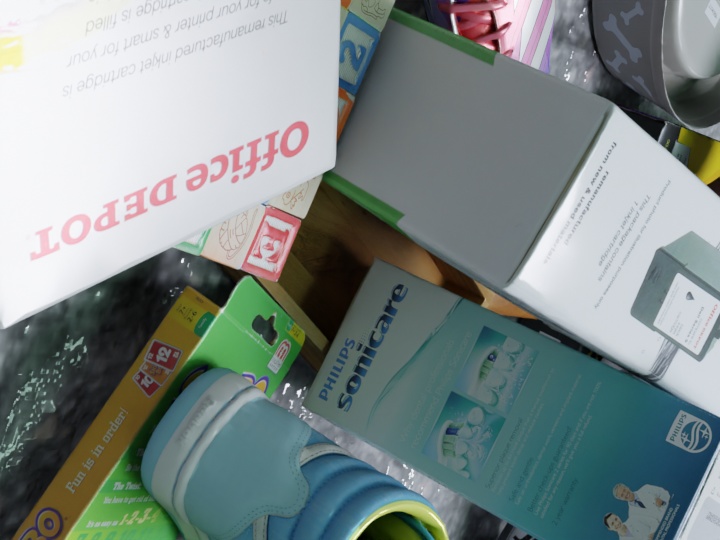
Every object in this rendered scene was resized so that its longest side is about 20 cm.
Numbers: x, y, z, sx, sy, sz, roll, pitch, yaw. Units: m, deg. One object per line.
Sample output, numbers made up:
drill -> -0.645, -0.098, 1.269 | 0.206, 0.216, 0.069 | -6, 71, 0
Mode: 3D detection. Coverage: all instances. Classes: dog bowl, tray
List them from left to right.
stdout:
tray -> 0.000, 0.000, 0.768 | 0.099, 0.037, 0.200 | -56, 145, -14
dog bowl -> 0.209, -0.191, 0.923 | 0.199, 0.058, 0.202 | -31, 133, -40

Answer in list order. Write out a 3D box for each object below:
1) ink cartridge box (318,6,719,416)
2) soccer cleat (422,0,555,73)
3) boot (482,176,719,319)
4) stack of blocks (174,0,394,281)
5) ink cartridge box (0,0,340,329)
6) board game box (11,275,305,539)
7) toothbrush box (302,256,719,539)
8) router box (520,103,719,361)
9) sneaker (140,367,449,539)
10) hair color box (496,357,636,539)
ink cartridge box -> 0.092, -0.020, 0.688 | 0.199, 0.146, 0.085 | 30, 92, -46
soccer cleat -> 0.061, -0.096, 0.754 | 0.201, 0.066, 0.077 | 76, 28, -45
boot -> 0.170, -0.044, 0.896 | 0.198, 0.069, 0.190 | 17, 106, -23
stack of blocks -> -0.046, -0.107, 0.614 | 0.115, 0.058, 0.202 | 20, 93, -57
ink cartridge box -> -0.102, -0.117, 0.452 | 0.147, 0.144, 0.202 | -27, 131, -43
board game box -> -0.098, 0.094, 0.668 | 0.201, 0.030, 0.096 | -54, 157, -7
toothbrush box -> 0.094, 0.085, 0.739 | 0.146, 0.199, 0.086 | 33, 83, -55
router box -> 0.173, 0.003, 0.995 | 0.149, 0.051, 0.202 | 7, 105, -55
sneaker -> -0.015, 0.125, 0.681 | 0.080, 0.130, 0.200 | -55, 159, -10
hair color box -> 0.156, 0.155, 0.955 | 0.060, 0.099, 0.201 | -5, 129, -48
